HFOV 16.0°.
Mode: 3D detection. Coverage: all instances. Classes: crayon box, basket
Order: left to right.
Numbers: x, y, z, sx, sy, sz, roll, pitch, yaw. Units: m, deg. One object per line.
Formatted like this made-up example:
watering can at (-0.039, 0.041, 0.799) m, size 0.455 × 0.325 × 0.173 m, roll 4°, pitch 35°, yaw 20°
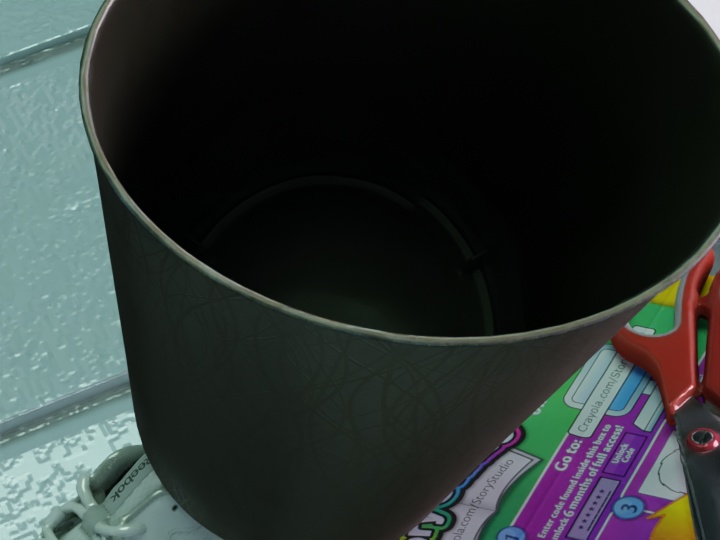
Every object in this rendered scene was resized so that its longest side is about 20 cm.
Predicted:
basket at (0.000, 0.000, 0.751) m, size 0.179 × 0.200 × 0.137 m, roll 2°, pitch 64°, yaw -10°
crayon box at (0.102, 0.086, 0.848) m, size 0.172 × 0.059 × 0.200 m, roll 11°, pitch 42°, yaw 27°

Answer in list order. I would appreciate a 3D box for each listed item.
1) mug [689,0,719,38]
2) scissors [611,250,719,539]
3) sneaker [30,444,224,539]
mug at (0.063, -0.072, 0.976) m, size 0.200 × 0.148 × 0.175 m, roll -43°, pitch 2°, yaw 30°
scissors at (0.105, 0.051, 0.835) m, size 0.073 × 0.014 × 0.200 m, roll 4°, pitch 40°, yaw 16°
sneaker at (-0.084, 0.102, 0.851) m, size 0.199 × 0.087 × 0.074 m, roll -29°, pitch 42°, yaw -20°
